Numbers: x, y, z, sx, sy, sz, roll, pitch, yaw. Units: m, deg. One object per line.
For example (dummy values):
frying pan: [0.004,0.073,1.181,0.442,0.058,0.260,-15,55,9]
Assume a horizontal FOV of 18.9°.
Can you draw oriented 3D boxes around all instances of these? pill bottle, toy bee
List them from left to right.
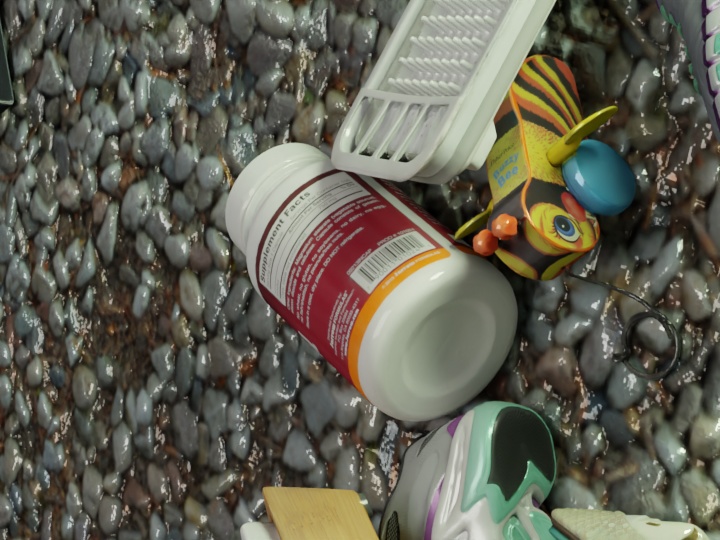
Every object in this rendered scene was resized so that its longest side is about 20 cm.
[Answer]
pill bottle: [0.000,0.000,1.364,0.200,0.113,0.113,42,119,45]
toy bee: [0.108,-0.042,1.238,0.200,0.109,0.131,52,124,39]

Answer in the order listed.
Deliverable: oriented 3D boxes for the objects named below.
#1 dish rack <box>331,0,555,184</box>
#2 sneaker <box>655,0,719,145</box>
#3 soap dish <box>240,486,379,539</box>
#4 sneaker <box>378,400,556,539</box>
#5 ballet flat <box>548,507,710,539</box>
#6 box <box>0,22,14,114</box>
dish rack: [0.065,-0.136,1.281,0.200,0.044,0.172,-63,19,-3]
sneaker: [0.200,-0.132,1.173,0.088,0.074,0.200,142,131,-59]
soap dish: [-0.006,0.235,1.320,0.200,0.081,0.157,81,165,-57]
sneaker: [0.059,0.187,1.316,0.140,0.078,0.200,-20,63,50]
ballet flat: [0.185,0.175,1.178,0.062,0.067,0.200,-50,49,-1]
box: [-0.419,-0.212,1.827,0.123,0.198,0.200,-32,63,48]
